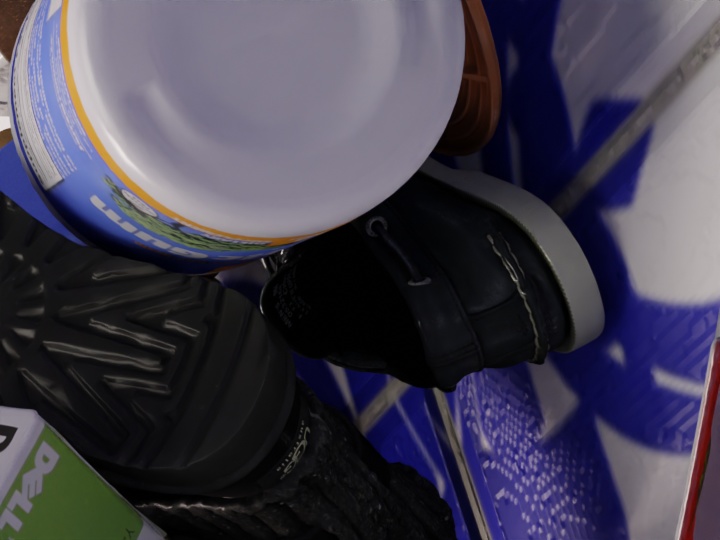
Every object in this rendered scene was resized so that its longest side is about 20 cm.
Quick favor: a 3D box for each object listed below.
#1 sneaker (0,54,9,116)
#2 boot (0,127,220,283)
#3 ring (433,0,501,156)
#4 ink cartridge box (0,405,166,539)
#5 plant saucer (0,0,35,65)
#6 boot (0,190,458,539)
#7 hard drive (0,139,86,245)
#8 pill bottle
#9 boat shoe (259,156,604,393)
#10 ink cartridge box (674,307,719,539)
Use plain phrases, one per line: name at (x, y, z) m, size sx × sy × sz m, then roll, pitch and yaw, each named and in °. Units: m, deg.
sneaker at (-0.125, -0.140, 1.203) m, size 0.200 × 0.073 × 0.119 m, roll 132°, pitch 132°, yaw -62°
boot at (-0.096, -0.040, 1.197) m, size 0.200 × 0.073 × 0.076 m, roll 26°, pitch 96°, yaw 61°
ring at (-0.022, -0.119, 0.950) m, size 0.201 × 0.019 × 0.201 m, roll 50°, pitch 165°, yaw 19°
ink cartridge box at (-0.099, 0.116, 0.808) m, size 0.199 × 0.148 × 0.076 m, roll 4°, pitch 146°, yaw 42°
plant saucer at (-0.086, -0.160, 1.031) m, size 0.034 × 0.200 × 0.202 m, roll 0°, pitch 102°, yaw 20°
boot at (-0.081, 0.046, 0.944) m, size 0.210 × 0.080 × 0.158 m, roll 23°, pitch 167°, yaw 31°
hard drive at (-0.123, -0.008, 1.048) m, size 0.025 × 0.200 × 0.132 m, roll 57°, pitch 163°, yaw -23°
pill bottle at (-0.046, -0.056, 0.900) m, size 0.200 × 0.111 × 0.113 m, roll 159°, pitch 101°, yaw -76°
boat shoe at (0.001, 0.002, 0.969) m, size 0.199 × 0.066 × 0.075 m, roll 25°, pitch 141°, yaw 58°
ink cartridge box at (0.086, 0.108, 0.712) m, size 0.174 × 0.043 × 0.201 m, roll -24°, pitch -56°, yaw -83°
